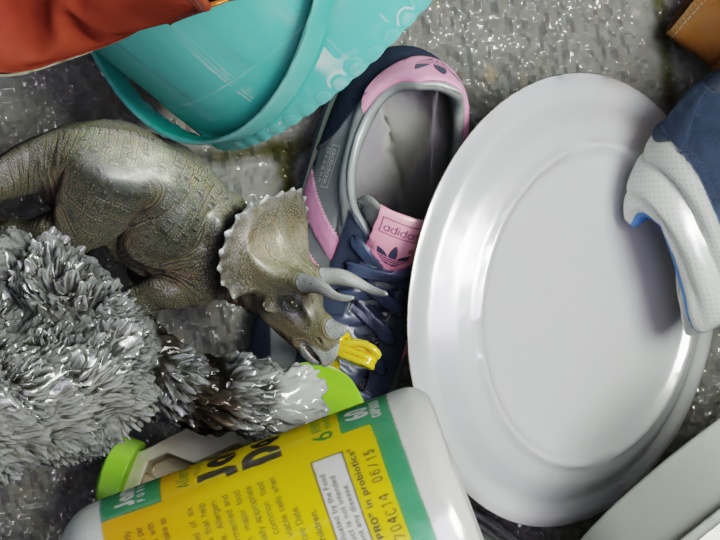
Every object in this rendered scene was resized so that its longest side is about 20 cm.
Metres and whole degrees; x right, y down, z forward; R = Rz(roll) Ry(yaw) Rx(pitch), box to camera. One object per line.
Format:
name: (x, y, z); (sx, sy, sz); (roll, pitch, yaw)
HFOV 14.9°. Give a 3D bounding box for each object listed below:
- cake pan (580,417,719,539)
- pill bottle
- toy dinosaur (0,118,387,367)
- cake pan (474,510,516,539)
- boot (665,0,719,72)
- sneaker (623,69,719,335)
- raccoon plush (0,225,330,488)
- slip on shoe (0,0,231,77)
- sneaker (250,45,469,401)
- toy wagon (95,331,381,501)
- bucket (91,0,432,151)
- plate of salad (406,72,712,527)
cake pan: (0.166, 0.096, 1.198); (0.200, 0.200, 0.037); (-33, 73, -11)
pill bottle: (-0.049, 0.130, 1.081); (0.200, 0.113, 0.113); (-21, 99, 1)
toy dinosaur: (-0.094, -0.025, 1.143); (0.200, 0.077, 0.102); (33, 126, -12)
cake pan: (0.010, 0.198, 1.221); (0.200, 0.037, 0.201); (-1, 93, -15)
boot: (0.208, -0.072, 1.252); (0.155, 0.077, 0.200); (26, 97, -8)
sneaker: (0.211, -0.009, 1.202); (0.200, 0.081, 0.146); (40, 116, -12)
raccoon plush: (-0.117, 0.059, 1.079); (0.200, 0.134, 0.097); (6, 129, 5)
slip on shoe: (-0.070, -0.119, 0.985); (0.200, 0.061, 0.074); (-20, 122, 19)
sneaker: (0.000, 0.000, 1.191); (0.070, 0.082, 0.200); (10, 91, -16)
toy wagon: (-0.039, 0.120, 1.160); (0.155, 0.040, 0.200); (19, 80, 9)
bucket: (-0.047, -0.155, 1.112); (0.135, 0.207, 0.207); (42, 82, -19)
plate of salad: (0.086, 0.013, 1.218); (0.200, 0.048, 0.201); (-8, 102, -43)
